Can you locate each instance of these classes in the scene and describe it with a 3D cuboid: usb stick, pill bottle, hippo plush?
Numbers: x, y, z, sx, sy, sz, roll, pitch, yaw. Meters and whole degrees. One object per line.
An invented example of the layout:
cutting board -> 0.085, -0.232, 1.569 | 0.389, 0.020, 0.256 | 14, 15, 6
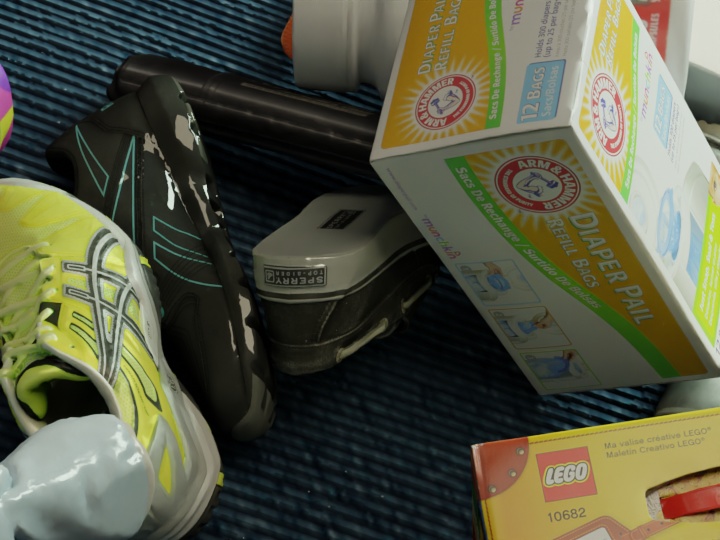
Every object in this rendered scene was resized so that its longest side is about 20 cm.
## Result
usb stick -> -0.034, -0.076, 1.038 | 0.199, 0.033, 0.055 | 15, 13, 16
pill bottle -> 0.068, -0.134, 1.041 | 0.199, 0.114, 0.114 | 4, 45, 3
hippo plush -> -0.195, 0.115, 0.774 | 0.160, 0.160, 0.200 | 15, 5, 31

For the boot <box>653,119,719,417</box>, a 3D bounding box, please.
boot -> 0.188, 0.023, 1.065 | 0.181, 0.073, 0.200 | 31, 51, 6

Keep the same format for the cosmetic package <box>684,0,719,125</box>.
cosmetic package -> 0.187, -0.130, 1.159 | 0.199, 0.108, 0.085 | 24, 68, 0

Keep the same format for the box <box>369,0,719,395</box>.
box -> 0.100, -0.041, 0.966 | 0.101, 0.200, 0.113 | -8, 50, 29

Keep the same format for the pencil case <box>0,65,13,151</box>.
pencil case -> -0.235, -0.038, 0.922 | 0.088, 0.089, 0.200 | 26, 45, 1

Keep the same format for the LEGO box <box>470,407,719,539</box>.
LEGO box -> 0.149, 0.121, 0.840 | 0.199, 0.149, 0.077 | -8, 61, -2

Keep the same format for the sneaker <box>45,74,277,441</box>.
sneaker -> -0.095, 0.000, 0.970 | 0.079, 0.075, 0.200 | -19, 59, -4

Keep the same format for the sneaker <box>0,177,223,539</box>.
sneaker -> -0.128, 0.030, 0.892 | 0.200, 0.075, 0.076 | 55, 14, 30

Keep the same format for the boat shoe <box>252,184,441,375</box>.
boat shoe -> 0.000, 0.000, 0.999 | 0.070, 0.064, 0.200 | 4, 16, 23

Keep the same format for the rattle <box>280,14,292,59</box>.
rattle -> 0.020, -0.224, 1.157 | 0.200, 0.143, 0.130 | -26, 29, -23
